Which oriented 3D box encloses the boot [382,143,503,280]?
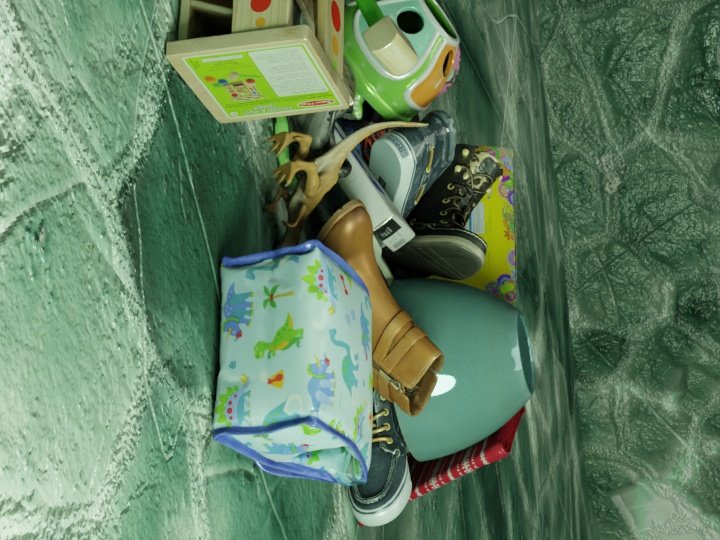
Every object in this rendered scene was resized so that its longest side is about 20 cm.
[{"bbox_3d":[0.108,-0.067,1.566,0.152,0.073,0.200,-59,-166,-14],"label":"boot"}]

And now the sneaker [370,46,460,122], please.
[{"bbox_3d":[0.052,-0.243,1.709,0.200,0.079,0.087,-48,-133,52],"label":"sneaker"}]

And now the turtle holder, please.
[{"bbox_3d":[0.031,-0.262,1.568,0.140,0.131,0.187,28,33,-49],"label":"turtle holder"}]

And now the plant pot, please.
[{"bbox_3d":[0.117,0.099,1.531,0.200,0.133,0.203,-10,90,-75],"label":"plant pot"}]

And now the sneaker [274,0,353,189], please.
[{"bbox_3d":[-0.050,-0.178,1.384,0.077,0.083,0.202,-67,149,-60],"label":"sneaker"}]

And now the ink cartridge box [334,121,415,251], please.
[{"bbox_3d":[-0.017,-0.116,1.480,0.201,0.037,0.095,58,7,19],"label":"ink cartridge box"}]

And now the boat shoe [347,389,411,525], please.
[{"bbox_3d":[0.013,0.179,1.526,0.201,0.070,0.092,-81,155,-53],"label":"boat shoe"}]

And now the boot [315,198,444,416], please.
[{"bbox_3d":[0.018,0.041,1.381,0.076,0.155,0.202,-24,141,-35],"label":"boot"}]

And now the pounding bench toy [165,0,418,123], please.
[{"bbox_3d":[-0.048,-0.234,1.194,0.124,0.197,0.158,50,39,-63],"label":"pounding bench toy"}]

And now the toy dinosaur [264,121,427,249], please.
[{"bbox_3d":[-0.039,-0.099,1.360,0.106,0.201,0.060,32,9,-48],"label":"toy dinosaur"}]

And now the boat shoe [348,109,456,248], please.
[{"bbox_3d":[0.050,-0.097,1.566,0.071,0.090,0.201,52,-27,16],"label":"boat shoe"}]

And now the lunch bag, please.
[{"bbox_3d":[-0.045,0.089,1.249,0.200,0.126,0.172,37,49,-57],"label":"lunch bag"}]

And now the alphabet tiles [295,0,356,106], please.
[{"bbox_3d":[-0.052,-0.266,1.390,0.202,0.007,0.167,63,8,-13],"label":"alphabet tiles"}]

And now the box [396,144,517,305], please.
[{"bbox_3d":[0.117,-0.026,1.756,0.193,0.120,0.203,108,-16,-68],"label":"box"}]

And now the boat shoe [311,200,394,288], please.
[{"bbox_3d":[-0.001,-0.002,1.554,0.072,0.060,0.202,59,-3,35],"label":"boat shoe"}]

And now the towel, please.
[{"bbox_3d":[0.094,0.219,1.592,0.023,0.199,0.145,57,21,-7],"label":"towel"}]

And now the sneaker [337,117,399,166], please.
[{"bbox_3d":[0.018,-0.146,1.629,0.200,0.077,0.076,-36,119,-72],"label":"sneaker"}]
